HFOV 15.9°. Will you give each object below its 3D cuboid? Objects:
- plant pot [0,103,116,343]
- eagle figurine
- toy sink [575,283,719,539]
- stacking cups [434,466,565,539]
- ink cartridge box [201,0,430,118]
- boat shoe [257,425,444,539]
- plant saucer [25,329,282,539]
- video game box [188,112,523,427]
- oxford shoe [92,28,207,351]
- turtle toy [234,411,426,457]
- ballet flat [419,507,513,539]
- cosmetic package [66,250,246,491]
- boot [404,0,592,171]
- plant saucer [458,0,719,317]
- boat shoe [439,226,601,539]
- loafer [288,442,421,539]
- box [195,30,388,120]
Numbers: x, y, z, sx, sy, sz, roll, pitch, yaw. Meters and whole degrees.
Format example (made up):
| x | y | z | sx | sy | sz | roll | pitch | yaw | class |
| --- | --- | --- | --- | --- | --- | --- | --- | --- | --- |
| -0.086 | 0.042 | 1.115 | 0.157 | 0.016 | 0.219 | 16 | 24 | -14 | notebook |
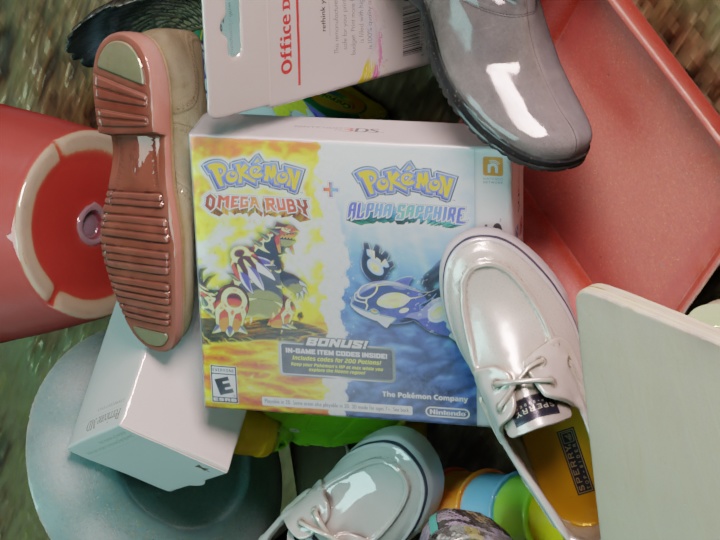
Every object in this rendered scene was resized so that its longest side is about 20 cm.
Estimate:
| x | y | z | sx | sy | sz | roll | pitch | yaw | class |
| --- | --- | --- | --- | --- | --- | --- | --- | --- | --- |
| -0.259 | -0.035 | 1.973 | 0.177 | 0.200 | 0.202 | 1 | 106 | 45 | plant pot |
| -0.094 | -0.177 | 1.669 | 0.200 | 0.151 | 0.152 | 26 | 109 | 50 | eagle figurine |
| 0.206 | 0.092 | 1.395 | 0.130 | 0.112 | 0.201 | 22 | 130 | 47 | toy sink |
| 0.089 | 0.151 | 1.649 | 0.200 | 0.060 | 0.061 | 1 | 106 | 56 | stacking cups |
| -0.028 | -0.171 | 1.544 | 0.067 | 0.199 | 0.118 | 27 | 126 | 47 | ink cartridge box |
| -0.020 | 0.172 | 1.697 | 0.072 | 0.066 | 0.200 | 54 | 133 | 2 | boat shoe |
| -0.129 | 0.129 | 1.745 | 0.039 | 0.200 | 0.202 | -27 | 82 | 52 | plant saucer |
| 0.000 | 0.000 | 1.556 | 0.199 | 0.047 | 0.183 | 3 | 111 | 12 | video game box |
| -0.114 | -0.051 | 1.589 | 0.071 | 0.074 | 0.201 | 13 | 111 | 40 | oxford shoe |
| -0.004 | 0.051 | 1.687 | 0.200 | 0.145 | 0.102 | 130 | 138 | -51 | turtle toy |
| 0.100 | 0.213 | 1.618 | 0.072 | 0.072 | 0.200 | 16 | 152 | 52 | ballet flat |
| -0.110 | 0.034 | 1.687 | 0.108 | 0.085 | 0.201 | -27 | 42 | 60 | cosmetic package |
| 0.085 | -0.164 | 1.442 | 0.200 | 0.070 | 0.132 | 57 | 140 | 17 | boot |
| 0.145 | -0.059 | 1.493 | 0.200 | 0.037 | 0.200 | 56 | 143 | 23 | plant saucer |
| 0.101 | 0.071 | 1.497 | 0.070 | 0.071 | 0.201 | -74 | -36 | -74 | boat shoe |
| -0.013 | 0.141 | 1.784 | 0.200 | 0.069 | 0.075 | 54 | 143 | 25 | loafer |
| -0.061 | -0.097 | 1.767 | 0.200 | 0.048 | 0.118 | 39 | 134 | 42 | box |
